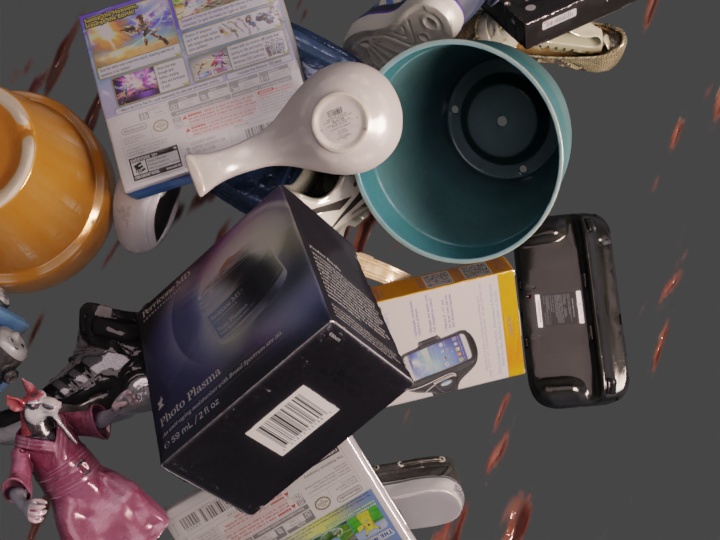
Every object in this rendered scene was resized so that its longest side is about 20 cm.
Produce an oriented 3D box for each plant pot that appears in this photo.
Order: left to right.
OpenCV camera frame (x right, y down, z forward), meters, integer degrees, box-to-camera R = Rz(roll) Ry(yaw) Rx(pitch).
[{"bbox_3d":[-0.347,-0.091,0.984,0.197,0.183,0.203,1,80,-3],"label":"plant pot"},{"bbox_3d":[0.115,-0.132,0.998,0.198,0.188,0.203,8,111,20],"label":"plant pot"}]

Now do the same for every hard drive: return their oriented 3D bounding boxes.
[{"bbox_3d":[0.178,-0.315,1.075,0.139,0.038,0.201,-25,50,-11],"label":"hard drive"}]

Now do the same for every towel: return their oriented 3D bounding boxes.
[{"bbox_3d":[-0.089,-0.157,1.080,0.111,0.049,0.201,28,80,3],"label":"towel"}]

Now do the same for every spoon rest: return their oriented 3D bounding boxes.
[{"bbox_3d":[-0.058,-0.122,0.937,0.198,0.061,0.100,-18,99,8],"label":"spoon rest"}]

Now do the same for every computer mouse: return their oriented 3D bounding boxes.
[{"bbox_3d":[-0.206,-0.117,1.052,0.109,0.044,0.202,11,79,29],"label":"computer mouse"}]

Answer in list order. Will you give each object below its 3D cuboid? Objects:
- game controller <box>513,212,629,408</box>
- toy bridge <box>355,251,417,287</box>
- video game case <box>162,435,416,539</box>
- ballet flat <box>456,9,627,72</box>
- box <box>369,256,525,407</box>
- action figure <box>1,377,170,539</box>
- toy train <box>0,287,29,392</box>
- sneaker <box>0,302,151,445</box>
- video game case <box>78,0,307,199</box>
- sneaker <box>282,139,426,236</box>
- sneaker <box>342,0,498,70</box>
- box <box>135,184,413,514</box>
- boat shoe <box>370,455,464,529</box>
[{"bbox_3d":[0.218,0.040,1.074,0.103,0.042,0.203,-7,80,10],"label":"game controller"},{"bbox_3d":[0.000,0.000,1.048,0.198,0.067,0.027,21,80,0],"label":"toy bridge"},{"bbox_3d":[-0.061,0.256,0.978,0.199,0.022,0.183,-31,96,8],"label":"video game case"},{"bbox_3d":[0.188,-0.253,1.098,0.197,0.075,0.069,5,80,-2],"label":"ballet flat"},{"bbox_3d":[0.060,0.067,1.026,0.198,0.042,0.120,-12,115,-4],"label":"box"},{"bbox_3d":[-0.261,0.185,0.949,0.133,0.148,0.201,-33,100,-30],"label":"action figure"},{"bbox_3d":[-0.400,0.106,0.983,0.200,0.087,0.114,-44,65,-3],"label":"toy train"},{"bbox_3d":[-0.278,0.098,1.015,0.198,0.076,0.115,-16,78,-9],"label":"sneaker"},{"bbox_3d":[-0.155,-0.186,1.007,0.198,0.045,0.183,-16,84,2],"label":"video game case"},{"bbox_3d":[-0.003,-0.104,1.033,0.074,0.089,0.200,28,56,30],"label":"sneaker"},{"bbox_3d":[0.072,-0.282,1.051,0.080,0.200,0.147,38,69,-18],"label":"sneaker"},{"bbox_3d":[-0.087,0.068,0.928,0.200,0.199,0.123,-40,129,13],"label":"box"},{"bbox_3d":[0.003,0.222,1.017,0.197,0.069,0.057,-6,36,7],"label":"boat shoe"}]
